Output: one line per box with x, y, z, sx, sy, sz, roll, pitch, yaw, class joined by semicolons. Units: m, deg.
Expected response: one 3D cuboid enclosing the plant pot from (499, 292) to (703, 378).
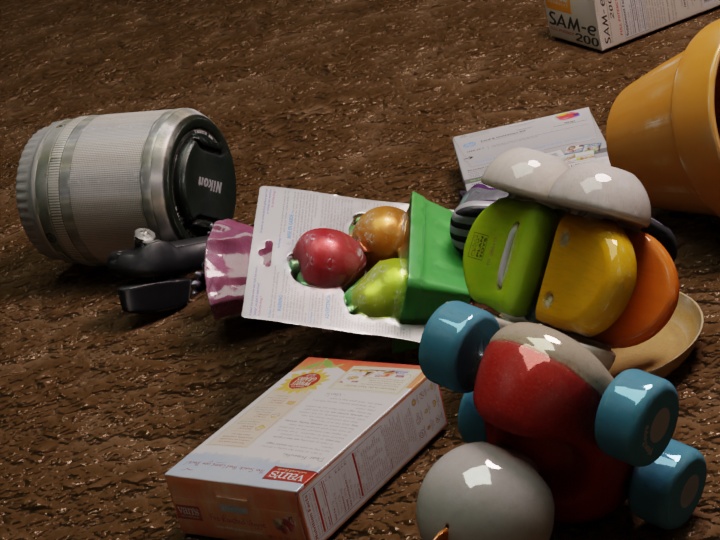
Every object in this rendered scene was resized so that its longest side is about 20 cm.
0.188;0.065;1.617;0.198;0.028;0.200;-11;23;5;plant pot

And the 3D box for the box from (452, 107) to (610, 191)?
0.181;-0.108;2.015;0.154;0.042;0.200;-13;23;2;box

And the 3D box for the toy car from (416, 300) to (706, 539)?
0.104;0.155;1.337;0.183;0.177;0.201;21;67;34;toy car

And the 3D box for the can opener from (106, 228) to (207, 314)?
-0.165;-0.014;1.959;0.199;0.079;0.063;-16;25;-35;can opener

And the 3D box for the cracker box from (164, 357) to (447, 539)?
-0.040;0.141;1.527;0.133;0.058;0.200;3;26;37;cracker box

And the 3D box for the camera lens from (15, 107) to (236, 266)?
-0.242;-0.086;2.051;0.198;0.161;0.160;-2;25;27;camera lens

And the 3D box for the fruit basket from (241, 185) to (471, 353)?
0.000;0.000;1.718;0.198;0.094;0.186;3;40;0;fruit basket

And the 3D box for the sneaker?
0.179;-0.046;1.702;0.198;0.075;0.088;9;29;3;sneaker

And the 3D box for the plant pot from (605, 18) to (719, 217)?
0.333;-0.131;1.812;0.199;0.202;0.183;-29;11;-34;plant pot

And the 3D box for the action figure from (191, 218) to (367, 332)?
-0.054;0.011;1.841;0.198;0.135;0.149;3;-19;7;action figure

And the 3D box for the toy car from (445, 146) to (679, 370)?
0.173;0.003;1.566;0.149;0.177;0.199;14;2;-38;toy car

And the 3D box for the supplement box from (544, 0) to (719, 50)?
0.347;-0.350;2.454;0.199;0.074;0.126;-22;24;-20;supplement box
